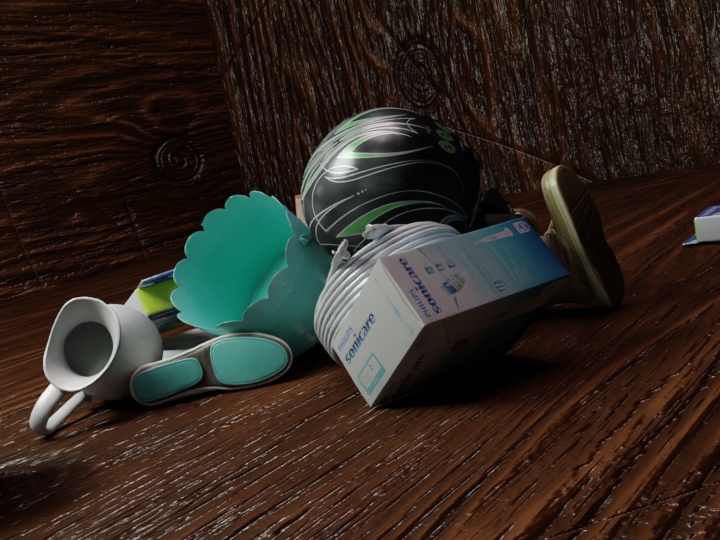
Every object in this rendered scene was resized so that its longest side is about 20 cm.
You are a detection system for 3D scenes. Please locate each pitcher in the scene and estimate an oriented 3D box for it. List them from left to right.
[{"bbox_3d":[-0.329,0.121,1.126,0.121,0.172,0.200,31,-5,5],"label":"pitcher"}]

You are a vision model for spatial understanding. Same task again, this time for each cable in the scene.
[{"bbox_3d":[0.042,0.029,1.022,0.200,0.069,0.200,-14,-36,-36],"label":"cable"}]

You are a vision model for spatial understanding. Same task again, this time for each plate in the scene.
[{"bbox_3d":[-0.242,0.114,1.352,0.199,0.032,0.200,-5,10,39],"label":"plate"}]

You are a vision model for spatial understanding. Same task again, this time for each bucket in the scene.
[{"bbox_3d":[-0.128,0.012,1.185,0.207,0.207,0.135,-6,-29,38],"label":"bucket"}]

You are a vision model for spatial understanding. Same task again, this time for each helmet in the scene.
[{"bbox_3d":[0.028,-0.098,1.095,0.191,0.200,0.200,12,0,-17],"label":"helmet"}]

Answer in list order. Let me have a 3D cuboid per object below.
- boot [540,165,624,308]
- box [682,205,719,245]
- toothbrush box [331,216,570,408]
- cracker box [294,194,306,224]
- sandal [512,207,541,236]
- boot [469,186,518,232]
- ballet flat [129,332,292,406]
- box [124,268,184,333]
[{"bbox_3d":[0.225,-0.031,1.138,0.155,0.200,0.072,-7,33,40],"label":"boot"},{"bbox_3d":[0.624,-0.081,1.451,0.200,0.048,0.122,-6,9,34],"label":"box"},{"bbox_3d":[0.090,0.040,0.925,0.200,0.085,0.146,-15,-31,-35],"label":"toothbrush box"},{"bbox_3d":[-0.028,-0.034,1.473,0.134,0.200,0.058,-15,21,-29],"label":"cracker box"},{"bbox_3d":[0.215,-0.027,1.253,0.080,0.200,0.054,0,54,9],"label":"sandal"},{"bbox_3d":[0.138,-0.036,1.174,0.073,0.163,0.198,19,36,-9],"label":"boot"},{"bbox_3d":[-0.181,0.119,1.117,0.200,0.069,0.069,-14,7,0],"label":"ballet flat"},{"bbox_3d":[-0.279,0.049,1.311,0.122,0.048,0.200,-21,-8,-33],"label":"box"}]
